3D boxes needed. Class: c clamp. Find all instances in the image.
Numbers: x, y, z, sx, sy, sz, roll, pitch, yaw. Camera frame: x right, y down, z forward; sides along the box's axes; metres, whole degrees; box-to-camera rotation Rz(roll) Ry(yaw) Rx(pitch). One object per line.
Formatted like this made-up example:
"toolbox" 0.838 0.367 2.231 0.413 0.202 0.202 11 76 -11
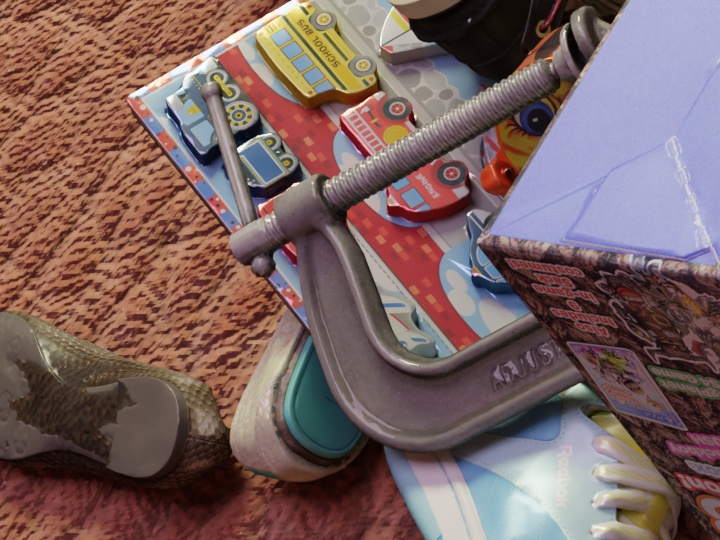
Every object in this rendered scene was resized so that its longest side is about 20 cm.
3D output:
"c clamp" 0.035 -0.028 0.922 0.200 0.027 0.171 -23 70 27

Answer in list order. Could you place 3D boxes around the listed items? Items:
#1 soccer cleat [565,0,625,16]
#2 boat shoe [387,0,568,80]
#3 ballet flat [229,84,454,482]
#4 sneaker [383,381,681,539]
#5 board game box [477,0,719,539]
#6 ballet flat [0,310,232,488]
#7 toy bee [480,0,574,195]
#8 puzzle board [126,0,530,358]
"soccer cleat" 0.097 -0.138 1.133 0.078 0.069 0.200 -42 30 6
"boat shoe" 0.063 -0.169 1.078 0.074 0.063 0.202 -16 46 39
"ballet flat" 0.000 0.000 1.075 0.062 0.067 0.200 -21 34 58
"sneaker" 0.093 0.080 0.898 0.131 0.080 0.200 -38 38 5
"board game box" 0.157 -0.004 0.825 0.097 0.200 0.160 9 57 46
"ballet flat" -0.117 0.059 1.135 0.200 0.046 0.068 9 89 52
"toy bee" 0.101 -0.061 0.991 0.200 0.131 0.109 49 132 20
"puzzle board" 0.018 -0.044 1.045 0.151 0.017 0.200 -32 60 -13
